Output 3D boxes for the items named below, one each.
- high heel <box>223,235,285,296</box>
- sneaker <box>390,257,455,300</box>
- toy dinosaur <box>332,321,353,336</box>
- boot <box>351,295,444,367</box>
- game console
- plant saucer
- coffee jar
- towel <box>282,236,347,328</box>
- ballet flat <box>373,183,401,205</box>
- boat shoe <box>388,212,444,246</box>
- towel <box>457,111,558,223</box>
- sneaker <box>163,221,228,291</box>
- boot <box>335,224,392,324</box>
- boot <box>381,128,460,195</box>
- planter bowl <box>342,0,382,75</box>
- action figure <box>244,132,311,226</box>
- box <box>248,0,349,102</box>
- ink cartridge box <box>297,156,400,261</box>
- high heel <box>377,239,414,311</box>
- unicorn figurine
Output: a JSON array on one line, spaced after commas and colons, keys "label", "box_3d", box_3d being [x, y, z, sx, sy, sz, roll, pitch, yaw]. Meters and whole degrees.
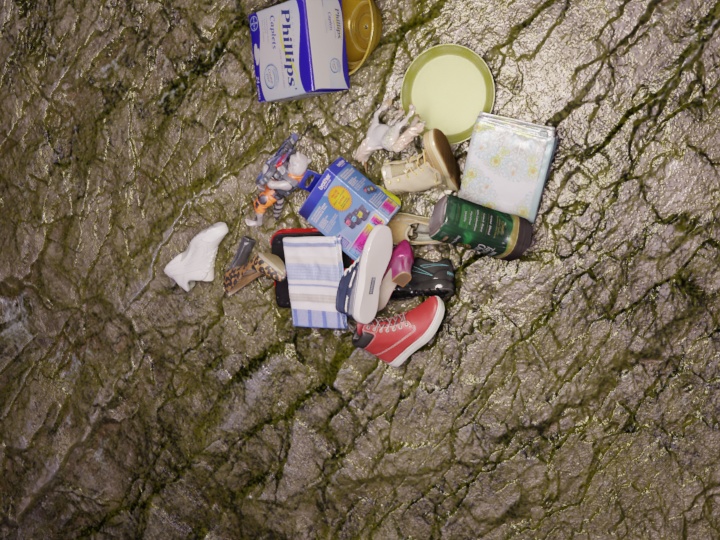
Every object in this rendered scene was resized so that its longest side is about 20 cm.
[{"label": "high heel", "box_3d": [-0.235, 0.024, 1.796, 0.199, 0.071, 0.145, 36, 106, 47]}, {"label": "sneaker", "box_3d": [0.112, 0.018, 1.743, 0.196, 0.075, 0.081, -3, 70, 22]}, {"label": "toy dinosaur", "box_3d": [-0.078, 0.042, 1.774, 0.100, 0.077, 0.204, -10, 97, 5]}, {"label": "boot", "box_3d": [0.074, 0.111, 1.713, 0.143, 0.073, 0.200, 29, 119, -26]}, {"label": "game console", "box_3d": [-0.105, -0.005, 1.813, 0.196, 0.031, 0.181, -1, 104, 16]}, {"label": "plant saucer", "box_3d": [0.181, -0.364, 1.674, 0.196, 0.031, 0.205, 3, 100, 15]}, {"label": "coffee jar", "box_3d": [0.243, -0.083, 1.632, 0.196, 0.104, 0.087, 15, 73, -11]}, {"label": "towel", "box_3d": [-0.097, 0.026, 1.717, 0.144, 0.024, 0.204, 2, 104, 29]}, {"label": "ballet flat", "box_3d": [-0.011, -0.165, 1.732, 0.196, 0.068, 0.068, 10, 144, 16]}, {"label": "boat shoe", "box_3d": [0.102, -0.085, 1.715, 0.196, 0.076, 0.073, -2, 100, 17]}, {"label": "towel", "box_3d": [0.298, -0.209, 1.643, 0.168, 0.048, 0.204, 16, 113, 14]}, {"label": "sneaker", "box_3d": [-0.358, -0.029, 1.860, 0.199, 0.078, 0.100, -41, 93, 26]}, {"label": "boot", "box_3d": [0.000, 0.000, 1.640, 0.090, 0.072, 0.204, 19, 96, 46]}, {"label": "boot", "box_3d": [0.112, -0.214, 1.639, 0.152, 0.200, 0.074, -4, 71, 18]}, {"label": "planter bowl", "box_3d": [-0.013, -0.502, 1.660, 0.198, 0.082, 0.205, 14, 109, 46]}, {"label": "action figure", "box_3d": [-0.165, -0.200, 1.744, 0.104, 0.201, 0.193, 40, 137, -12]}, {"label": "box", "box_3d": [-0.128, -0.452, 1.663, 0.198, 0.104, 0.188, 2, 101, 48]}, {"label": "ink cartridge box", "box_3d": [-0.037, -0.136, 1.683, 0.199, 0.076, 0.137, 40, 125, 3]}, {"label": "high heel", "box_3d": [0.039, 0.018, 1.705, 0.067, 0.097, 0.200, 25, 134, -24]}, {"label": "unicorn figurine", "box_3d": [0.051, -0.279, 1.658, 0.073, 0.200, 0.139, 35, 86, -18]}]
